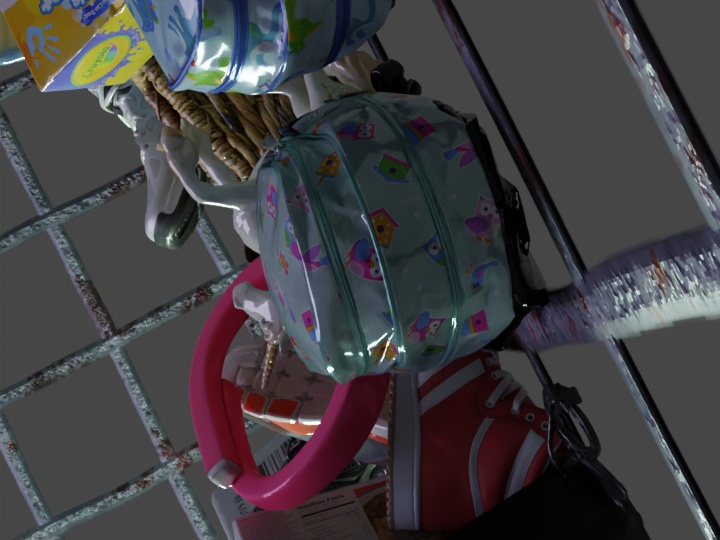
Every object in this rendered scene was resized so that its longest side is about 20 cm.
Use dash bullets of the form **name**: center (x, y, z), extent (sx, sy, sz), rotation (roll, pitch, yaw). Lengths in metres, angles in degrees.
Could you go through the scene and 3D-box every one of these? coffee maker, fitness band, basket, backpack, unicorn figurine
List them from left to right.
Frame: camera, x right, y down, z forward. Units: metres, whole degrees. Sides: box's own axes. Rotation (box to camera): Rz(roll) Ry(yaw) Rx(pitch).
- **backpack**: center (-0.064, -0.180, 0.781), extent (0.200, 0.154, 0.163), rotation (51, 153, -5)
- **basket**: center (-0.079, -0.090, 1.122), extent (0.200, 0.148, 0.144), rotation (123, 138, -84)
- **unicorn figurine**: center (-0.047, -0.051, 0.976), extent (0.137, 0.201, 0.074), rotation (38, 177, -4)
- **fitness band**: center (-0.047, 0.061, 1.079), extent (0.037, 0.144, 0.201), rotation (34, -160, -32)
- **backpack**: center (0.013, -0.013, 0.856), extent (0.200, 0.126, 0.168), rotation (-165, 51, -80)
- **coffee maker**: center (0.063, 0.193, 0.951), extent (0.193, 0.199, 0.135), rotation (63, 171, -1)

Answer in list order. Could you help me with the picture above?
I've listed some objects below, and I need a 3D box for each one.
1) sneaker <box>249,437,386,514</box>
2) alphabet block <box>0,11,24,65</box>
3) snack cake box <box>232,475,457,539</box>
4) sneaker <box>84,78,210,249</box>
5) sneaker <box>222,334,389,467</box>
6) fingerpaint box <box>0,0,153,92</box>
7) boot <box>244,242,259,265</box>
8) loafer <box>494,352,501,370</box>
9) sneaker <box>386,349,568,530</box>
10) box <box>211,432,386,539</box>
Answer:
- **sneaker**: center (-0.021, 0.129, 1.238), extent (0.080, 0.200, 0.075), rotation (3, 126, 39)
- **alphabet block**: center (-0.219, -0.285, 1.273), extent (0.195, 0.195, 0.202), rotation (-130, 27, -66)
- **snack cake box**: center (0.031, 0.186, 1.062), extent (0.115, 0.198, 0.068), rotation (-124, 24, -56)
- **sneaker**: center (-0.165, -0.108, 1.276), extent (0.076, 0.114, 0.202), rotation (100, 179, -57)
- **sneaker**: center (-0.012, 0.103, 1.154), extent (0.199, 0.077, 0.082), rotation (13, 140, 31)
- **fingerpaint box**: center (-0.136, -0.225, 0.957), extent (0.073, 0.200, 0.168), rotation (-15, -108, -50)
- **boot**: center (-0.029, 0.025, 1.320), extent (0.155, 0.076, 0.202), rotation (36, -123, -49)
- **loafer**: center (0.016, 0.051, 1.188), extent (0.199, 0.068, 0.076), rotation (21, 131, 46)
- **sneaker**: center (0.075, 0.062, 1.055), extent (0.071, 0.111, 0.202), rotation (70, -158, -75)
- **box**: center (0.023, 0.215, 1.376), extent (0.171, 0.199, 0.200), rotation (44, -173, -37)
